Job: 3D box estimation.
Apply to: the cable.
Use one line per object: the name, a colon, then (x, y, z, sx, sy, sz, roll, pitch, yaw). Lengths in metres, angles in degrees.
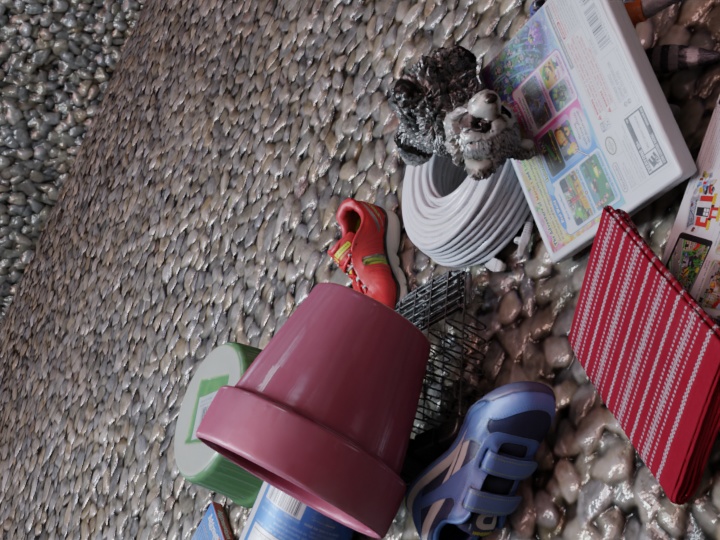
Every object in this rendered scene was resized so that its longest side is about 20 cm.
cable: (0.114, -0.103, 1.078, 0.199, 0.068, 0.204, 3, 76, 61)

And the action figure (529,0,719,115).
action figure: (0.228, -0.158, 0.945, 0.193, 0.103, 0.204, -177, 78, -66)

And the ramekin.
ramekin: (-0.156, 0.190, 1.306, 0.199, 0.097, 0.203, -38, 40, 41)

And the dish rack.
dish rack: (0.072, 0.105, 1.033, 0.153, 0.054, 0.203, -32, 43, 45)

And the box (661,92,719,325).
box: (0.297, -0.056, 0.778, 0.110, 0.034, 0.203, 15, 83, 61)

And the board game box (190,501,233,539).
board game box: (-0.183, 0.395, 1.291, 0.104, 0.019, 0.200, -61, 29, 15)

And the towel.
towel: (0.221, 0.060, 0.792, 0.201, 0.022, 0.147, -113, 26, -54)

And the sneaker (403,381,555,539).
sneaker: (0.112, 0.179, 0.894, 0.202, 0.073, 0.083, -59, 28, 31)

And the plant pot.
plant pot: (-0.027, 0.121, 0.956, 0.199, 0.199, 0.181, -1, 57, 59)

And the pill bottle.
pill bottle: (-0.080, 0.308, 1.084, 0.112, 0.111, 0.203, 28, 95, 61)

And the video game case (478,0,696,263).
video game case: (0.189, -0.134, 0.901, 0.182, 0.023, 0.203, -42, 64, 56)

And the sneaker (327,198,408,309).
sneaker: (0.000, 0.000, 1.190, 0.077, 0.084, 0.202, -44, 36, 36)

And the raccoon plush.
raccoon plush: (0.102, -0.123, 0.989, 0.096, 0.200, 0.135, -33, 72, -4)
